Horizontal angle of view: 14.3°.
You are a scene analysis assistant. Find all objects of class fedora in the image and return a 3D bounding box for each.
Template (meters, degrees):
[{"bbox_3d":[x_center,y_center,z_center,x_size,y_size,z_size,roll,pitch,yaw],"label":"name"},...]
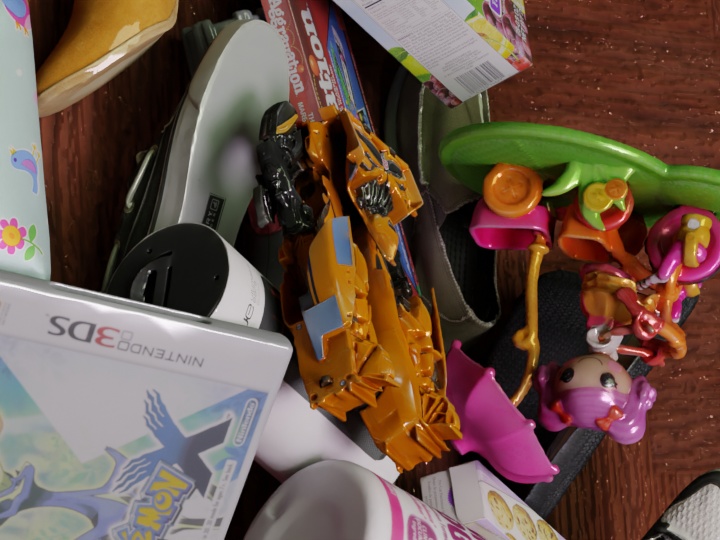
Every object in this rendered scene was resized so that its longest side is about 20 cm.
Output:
[{"bbox_3d":[0.123,0.059,1.744,0.091,0.201,0.201,35,54,5],"label":"fedora"}]

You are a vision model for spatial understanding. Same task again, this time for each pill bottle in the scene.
[{"bbox_3d":[0.036,0.193,1.571,0.200,0.113,0.114,33,62,-36],"label":"pill bottle"}]

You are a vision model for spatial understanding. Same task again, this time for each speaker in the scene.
[{"bbox_3d":[-0.054,0.055,1.546,0.200,0.081,0.082,45,54,-46],"label":"speaker"}]

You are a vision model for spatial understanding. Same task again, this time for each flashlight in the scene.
[{"bbox_3d":[-0.056,-0.047,1.640,0.068,0.068,0.201,-17,93,-22],"label":"flashlight"}]

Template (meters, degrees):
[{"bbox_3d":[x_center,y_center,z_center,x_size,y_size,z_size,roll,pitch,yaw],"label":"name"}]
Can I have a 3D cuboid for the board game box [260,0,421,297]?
[{"bbox_3d":[-0.012,-0.077,1.670,0.103,0.019,0.201,-6,80,-72],"label":"board game box"}]

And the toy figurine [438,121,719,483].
[{"bbox_3d":[0.123,0.032,1.615,0.150,0.199,0.185,57,44,-68],"label":"toy figurine"}]

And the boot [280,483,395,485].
[{"bbox_3d":[0.034,0.180,1.686,0.200,0.066,0.176,37,67,-33],"label":"boot"}]

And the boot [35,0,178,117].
[{"bbox_3d":[-0.148,-0.191,1.593,0.201,0.071,0.144,-41,94,-25],"label":"boot"}]

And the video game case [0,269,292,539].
[{"bbox_3d":[-0.147,0.107,1.441,0.182,0.022,0.201,14,105,-27],"label":"video game case"}]

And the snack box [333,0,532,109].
[{"bbox_3d":[0.015,-0.219,1.677,0.200,0.068,0.169,38,34,-40],"label":"snack box"}]

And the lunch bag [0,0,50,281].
[{"bbox_3d":[-0.264,-0.058,1.418,0.199,0.122,0.171,-2,86,-34],"label":"lunch bag"}]

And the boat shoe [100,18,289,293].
[{"bbox_3d":[-0.099,-0.047,1.581,0.071,0.063,0.201,31,75,-48],"label":"boat shoe"}]

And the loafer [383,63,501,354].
[{"bbox_3d":[0.062,-0.045,1.742,0.075,0.069,0.201,6,79,-41],"label":"loafer"}]

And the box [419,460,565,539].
[{"bbox_3d":[0.095,0.170,1.688,0.200,0.039,0.042,44,34,-51],"label":"box"}]

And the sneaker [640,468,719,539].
[{"bbox_3d":[0.168,0.203,1.685,0.088,0.076,0.201,31,89,-52],"label":"sneaker"}]

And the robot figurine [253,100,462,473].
[{"bbox_3d":[0.000,0.000,1.535,0.145,0.058,0.201,39,35,-50],"label":"robot figurine"}]
